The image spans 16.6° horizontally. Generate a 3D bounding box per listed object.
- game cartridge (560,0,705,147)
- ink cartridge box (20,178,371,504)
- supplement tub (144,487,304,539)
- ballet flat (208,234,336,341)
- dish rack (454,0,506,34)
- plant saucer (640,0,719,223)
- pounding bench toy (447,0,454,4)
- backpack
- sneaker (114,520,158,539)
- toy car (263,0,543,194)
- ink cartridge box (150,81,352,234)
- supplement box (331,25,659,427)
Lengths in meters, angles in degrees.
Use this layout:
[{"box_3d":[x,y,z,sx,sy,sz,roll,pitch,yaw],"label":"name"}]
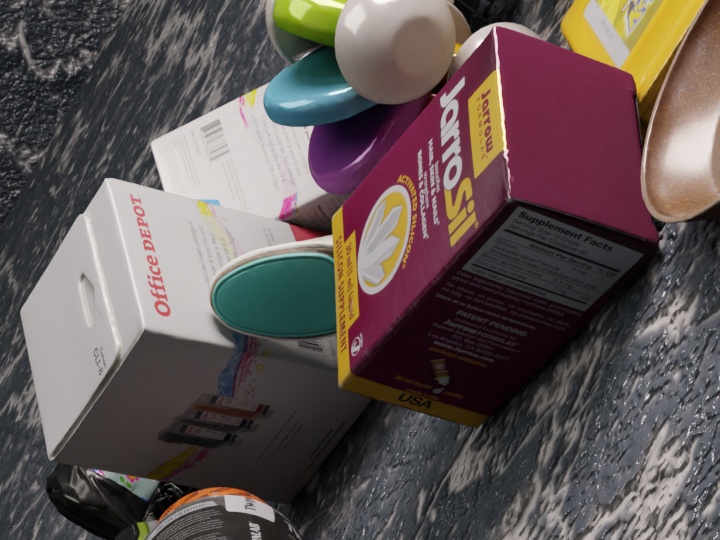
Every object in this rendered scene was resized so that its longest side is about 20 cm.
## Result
[{"box_3d":[0.190,-0.182,1.487,0.177,0.032,0.200,-58,15,17],"label":"game cartridge"},{"box_3d":[-0.113,0.051,1.715,0.145,0.199,0.146,-52,39,33],"label":"ink cartridge box"},{"box_3d":[-0.083,0.219,1.544,0.123,0.122,0.200,-59,16,14],"label":"supplement tub"},{"box_3d":[0.000,0.000,1.618,0.198,0.070,0.070,-13,36,16],"label":"ballet flat"},{"box_3d":[0.108,-0.259,1.849,0.200,0.054,0.154,-46,23,47],"label":"dish rack"},{"box_3d":[0.215,-0.108,1.273,0.201,0.036,0.201,-56,16,26],"label":"plant saucer"},{"box_3d":[-0.017,-0.254,1.849,0.125,0.155,0.200,-64,17,-10],"label":"pounding bench toy"},{"box_3d":[-0.176,0.117,2.021,0.201,0.126,0.167,-63,12,-14],"label":"backpack"},{"box_3d":[-0.110,0.231,1.711,0.200,0.082,0.072,-122,21,-49],"label":"sneaker"},{"box_3d":[0.020,-0.117,1.640,0.175,0.199,0.151,30,98,59],"label":"toy car"},{"box_3d":[-0.042,-0.079,1.803,0.199,0.068,0.116,-25,57,10],"label":"ink cartridge box"},{"box_3d":[0.072,-0.021,1.427,0.200,0.103,0.132,-49,33,43],"label":"supplement box"}]
